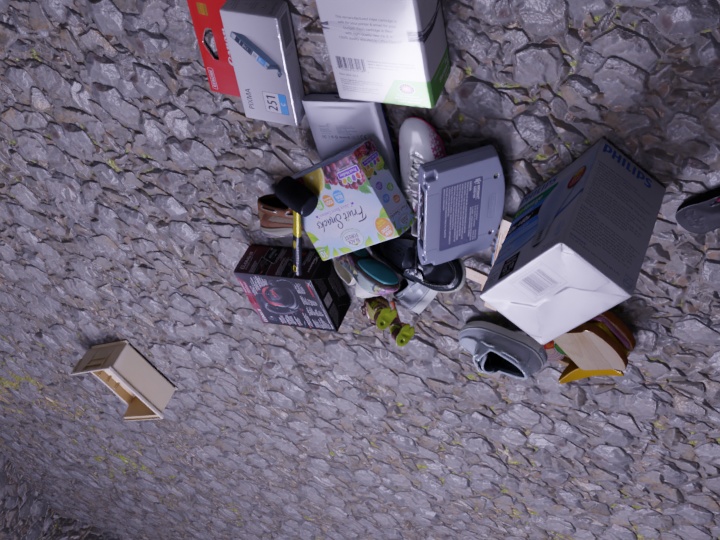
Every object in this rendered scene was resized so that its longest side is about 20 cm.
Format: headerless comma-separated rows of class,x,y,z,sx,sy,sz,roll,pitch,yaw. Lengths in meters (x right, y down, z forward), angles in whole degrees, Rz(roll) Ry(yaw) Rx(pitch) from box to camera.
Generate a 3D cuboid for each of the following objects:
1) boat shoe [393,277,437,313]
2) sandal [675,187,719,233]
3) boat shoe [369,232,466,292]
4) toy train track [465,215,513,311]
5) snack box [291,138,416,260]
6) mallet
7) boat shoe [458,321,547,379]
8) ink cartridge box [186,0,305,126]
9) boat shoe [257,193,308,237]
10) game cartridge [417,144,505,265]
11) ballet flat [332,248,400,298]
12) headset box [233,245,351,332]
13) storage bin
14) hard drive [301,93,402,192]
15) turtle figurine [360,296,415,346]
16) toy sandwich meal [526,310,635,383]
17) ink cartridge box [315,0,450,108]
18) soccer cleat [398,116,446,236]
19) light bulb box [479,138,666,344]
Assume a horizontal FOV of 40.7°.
boat shoe,0.102,0.008,1.645,0.071,0.071,0.201,25,148,-2
sandal,0.498,-0.085,1.271,0.075,0.045,0.199,38,145,-14
boat shoe,0.086,-0.019,1.560,0.065,0.076,0.199,6,-159,-41
toy train track,0.229,-0.015,1.566,0.113,0.033,0.202,24,141,18
snack box,-0.022,-0.104,1.496,0.199,0.053,0.144,-16,109,51
mallet,-0.094,-0.058,1.542,0.065,0.041,0.202,32,145,31
boat shoe,0.230,0.142,1.680,0.199,0.071,0.071,11,138,53
ink cartridge box,-0.176,-0.316,1.442,0.173,0.045,0.202,14,143,18
boat shoe,-0.091,-0.104,1.631,0.196,0.076,0.073,-6,121,24
game cartridge,0.149,-0.096,1.441,0.131,0.041,0.202,-13,140,-9
ballet flat,0.000,0.000,1.631,0.200,0.068,0.072,46,124,43
headset box,-0.137,0.033,1.838,0.197,0.076,0.150,4,139,30
storage bin,-0.603,0.284,2.472,0.196,0.095,0.200,-11,130,43
hard drive,-0.005,-0.176,1.491,0.130,0.025,0.202,8,132,31
turtle figurine,0.030,0.060,1.700,0.202,0.064,0.162,58,179,-27
toy sandwich meal,0.360,0.123,1.613,0.202,0.071,0.207,19,145,14
ink cartridge box,0.029,-0.320,1.257,0.143,0.085,0.202,11,143,22
soccer cleat,0.092,-0.133,1.453,0.069,0.087,0.202,11,142,25
light bulb box,0.292,-0.037,1.338,0.124,0.202,0.198,36,145,-10
